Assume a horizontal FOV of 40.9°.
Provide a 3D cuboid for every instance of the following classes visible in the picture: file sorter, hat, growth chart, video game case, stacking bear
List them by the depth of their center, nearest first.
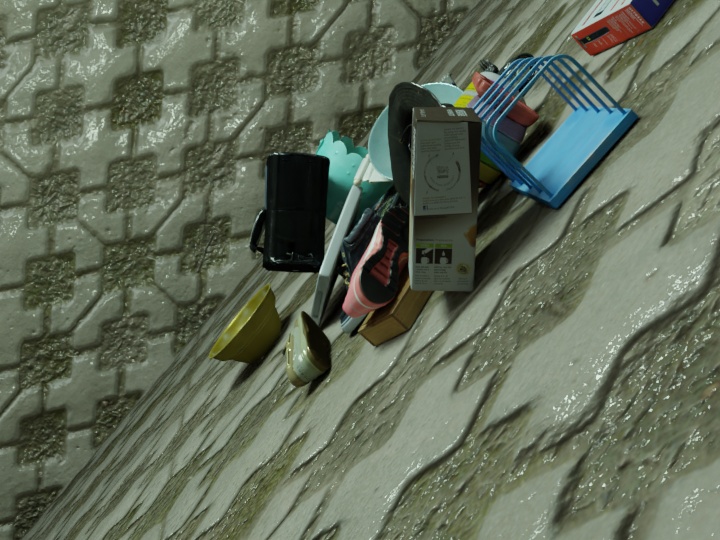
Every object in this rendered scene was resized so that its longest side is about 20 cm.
[{"bbox_3d":[0.219,-0.180,1.179,0.139,0.122,0.200,-47,10,5],"label":"file sorter"},{"bbox_3d":[0.110,-0.169,1.335,0.080,0.204,0.200,-21,-2,-25],"label":"hat"},{"bbox_3d":[0.163,-0.171,1.419,0.202,0.113,0.122,-58,5,15],"label":"stacking bear"},{"bbox_3d":[0.084,-0.177,1.691,0.196,0.018,0.145,4,30,21],"label":"growth chart"},{"bbox_3d":[-0.045,-0.020,1.699,0.183,0.023,0.202,105,-176,-56],"label":"video game case"}]

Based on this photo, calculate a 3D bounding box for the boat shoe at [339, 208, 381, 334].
[{"bbox_3d":[0.000,0.000,1.458,0.202,0.090,0.071,-57,-3,31],"label":"boat shoe"}]

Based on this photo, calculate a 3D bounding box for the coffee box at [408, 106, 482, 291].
[{"bbox_3d":[0.100,-0.089,1.169,0.115,0.078,0.204,-89,0,-73],"label":"coffee box"}]

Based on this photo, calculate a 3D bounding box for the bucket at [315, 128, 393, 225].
[{"bbox_3d":[-0.014,-0.162,1.876,0.136,0.205,0.207,-54,9,11],"label":"bucket"}]

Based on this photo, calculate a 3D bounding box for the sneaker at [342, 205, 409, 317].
[{"bbox_3d":[0.025,-0.013,1.338,0.087,0.073,0.201,-43,11,47],"label":"sneaker"}]

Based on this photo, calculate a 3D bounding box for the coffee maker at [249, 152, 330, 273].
[{"bbox_3d":[-0.106,-0.104,1.718,0.191,0.132,0.205,-9,78,60],"label":"coffee maker"}]

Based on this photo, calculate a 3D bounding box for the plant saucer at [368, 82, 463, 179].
[{"bbox_3d":[0.107,-0.229,1.656,0.198,0.039,0.204,-16,54,22],"label":"plant saucer"}]

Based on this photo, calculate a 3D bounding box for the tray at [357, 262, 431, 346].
[{"bbox_3d":[0.077,0.008,1.342,0.201,0.037,0.098,-57,13,-31],"label":"tray"}]

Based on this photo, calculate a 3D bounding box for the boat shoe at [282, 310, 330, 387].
[{"bbox_3d":[-0.092,0.124,1.530,0.066,0.074,0.200,-41,12,8],"label":"boat shoe"}]

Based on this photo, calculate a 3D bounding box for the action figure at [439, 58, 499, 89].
[{"bbox_3d":[0.180,-0.294,1.746,0.200,0.101,0.120,-49,-12,-36],"label":"action figure"}]

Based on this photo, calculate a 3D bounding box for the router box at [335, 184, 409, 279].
[{"bbox_3d":[0.043,-0.072,1.683,0.150,0.062,0.201,-43,12,30],"label":"router box"}]

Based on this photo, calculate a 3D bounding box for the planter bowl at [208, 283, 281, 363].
[{"bbox_3d":[-0.223,0.131,2.015,0.201,0.083,0.201,-46,11,12],"label":"planter bowl"}]

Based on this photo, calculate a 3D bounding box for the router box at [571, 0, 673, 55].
[{"bbox_3d":[0.415,-0.417,1.395,0.201,0.049,0.179,-51,11,-8],"label":"router box"}]

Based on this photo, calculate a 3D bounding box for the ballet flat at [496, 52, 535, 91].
[{"bbox_3d":[0.244,-0.304,1.661,0.201,0.073,0.073,-51,11,-23],"label":"ballet flat"}]

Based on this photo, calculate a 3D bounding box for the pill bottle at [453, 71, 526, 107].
[{"bbox_3d":[0.169,-0.208,1.526,0.201,0.104,0.104,-51,11,-12],"label":"pill bottle"}]
